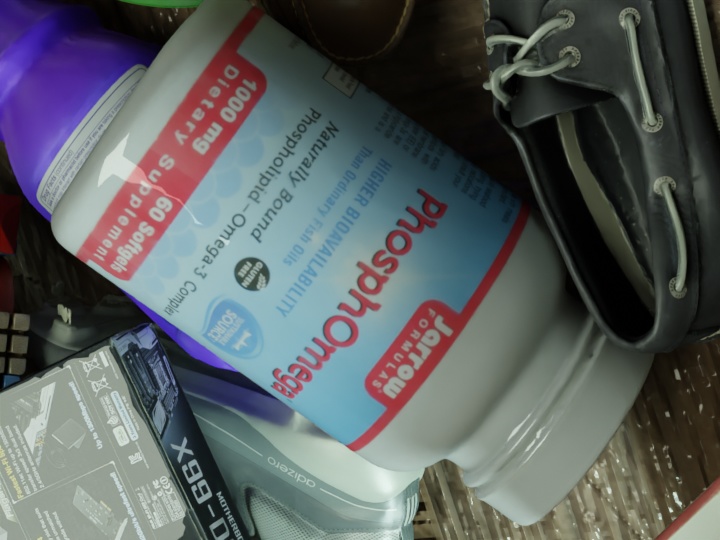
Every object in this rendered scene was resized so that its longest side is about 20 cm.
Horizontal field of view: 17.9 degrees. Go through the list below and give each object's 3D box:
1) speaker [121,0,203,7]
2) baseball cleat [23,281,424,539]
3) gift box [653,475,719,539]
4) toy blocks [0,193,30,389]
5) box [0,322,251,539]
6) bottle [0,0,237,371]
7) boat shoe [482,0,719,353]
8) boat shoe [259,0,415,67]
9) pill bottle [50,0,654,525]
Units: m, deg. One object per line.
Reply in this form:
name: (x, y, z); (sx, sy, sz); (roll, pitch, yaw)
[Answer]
speaker: (-0.064, -0.199, 0.817); (0.088, 0.088, 0.200); (26, 125, 30)
baseball cleat: (-0.065, 0.076, 0.949); (0.200, 0.070, 0.107); (18, 112, 35)
gift box: (0.168, 0.143, 0.701); (0.200, 0.187, 0.185); (46, 133, 16)
toy blocks: (-0.185, 0.041, 0.982); (0.137, 0.100, 0.201); (-2, 82, 65)
box: (-0.112, 0.144, 0.887); (0.157, 0.050, 0.200); (-26, 89, 15)
bottle: (-0.096, -0.049, 0.917); (0.200, 0.065, 0.084); (41, 97, 19)
boat shoe: (0.076, -0.066, 0.769); (0.073, 0.063, 0.200); (-20, 94, 47)
boat shoe: (-0.002, -0.155, 0.773); (0.068, 0.072, 0.201); (-124, 31, -52)
pill bottle: (0.000, 0.000, 0.806); (0.200, 0.109, 0.109); (35, 132, -4)
